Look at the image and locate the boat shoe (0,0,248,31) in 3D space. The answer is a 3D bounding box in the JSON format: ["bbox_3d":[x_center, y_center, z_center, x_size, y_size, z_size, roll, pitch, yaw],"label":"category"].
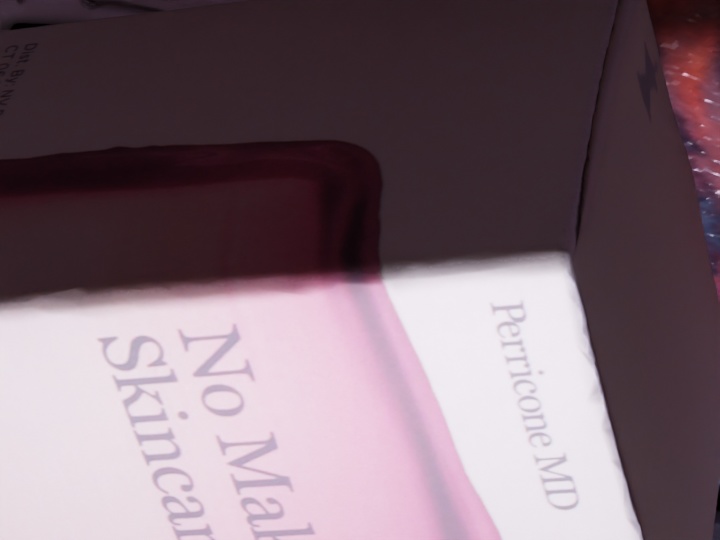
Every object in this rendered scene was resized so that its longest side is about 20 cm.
[{"bbox_3d":[-0.090,-0.053,0.731,0.201,0.086,0.075,2,156,30],"label":"boat shoe"}]

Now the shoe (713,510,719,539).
[{"bbox_3d":[0.057,0.120,1.131,0.199,0.072,0.091,-14,-167,12],"label":"shoe"}]

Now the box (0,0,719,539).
[{"bbox_3d":[-0.025,0.019,0.652,0.199,0.109,0.128,-5,128,19],"label":"box"}]
